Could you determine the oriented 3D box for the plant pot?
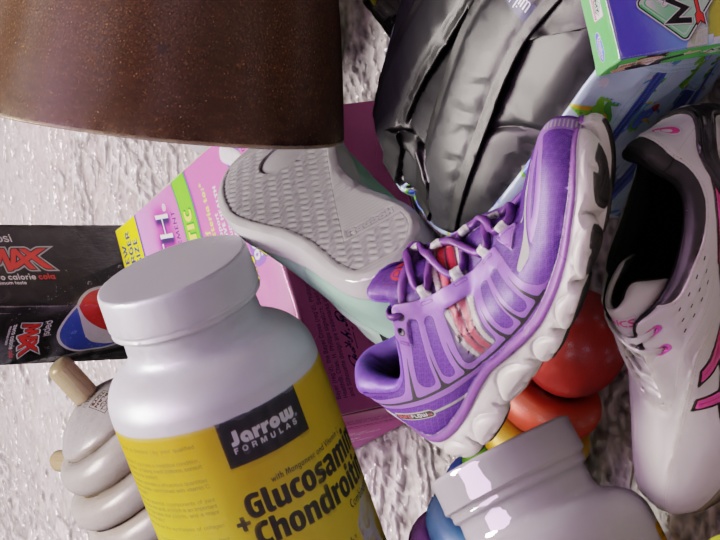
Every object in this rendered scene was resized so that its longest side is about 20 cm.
[{"bbox_3d":[-0.090,-0.171,1.044,0.187,0.186,0.201,19,106,56],"label":"plant pot"}]

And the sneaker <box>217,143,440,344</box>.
[{"bbox_3d":[0.000,0.000,1.103,0.118,0.074,0.200,54,174,-33],"label":"sneaker"}]

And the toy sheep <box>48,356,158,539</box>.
[{"bbox_3d":[-0.132,0.132,1.390,0.200,0.138,0.138,43,155,-18],"label":"toy sheep"}]

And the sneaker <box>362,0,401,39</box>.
[{"bbox_3d":[0.025,-0.178,1.128,0.078,0.085,0.200,51,-176,-37],"label":"sneaker"}]

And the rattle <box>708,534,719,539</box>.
[{"bbox_3d":[0.232,0.141,0.854,0.200,0.130,0.143,-26,85,31],"label":"rattle"}]

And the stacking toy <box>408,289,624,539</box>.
[{"bbox_3d":[0.081,0.095,1.088,0.085,0.085,0.201,49,134,42],"label":"stacking toy"}]

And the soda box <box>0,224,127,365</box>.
[{"bbox_3d":[-0.182,0.015,1.382,0.063,0.199,0.071,-53,53,38],"label":"soda box"}]

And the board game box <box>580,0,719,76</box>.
[{"bbox_3d":[0.137,-0.187,0.858,0.029,0.134,0.201,149,109,-73],"label":"board game box"}]

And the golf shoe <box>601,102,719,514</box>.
[{"bbox_3d":[0.137,0.020,0.958,0.073,0.092,0.201,31,125,49],"label":"golf shoe"}]

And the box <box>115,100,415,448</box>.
[{"bbox_3d":[-0.047,0.020,1.262,0.200,0.096,0.177,-34,69,58],"label":"box"}]

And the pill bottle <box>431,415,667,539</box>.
[{"bbox_3d":[0.110,0.173,1.000,0.201,0.104,0.104,64,147,9],"label":"pill bottle"}]

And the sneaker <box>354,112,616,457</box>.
[{"bbox_3d":[0.050,0.007,0.943,0.081,0.083,0.200,-72,8,-48],"label":"sneaker"}]

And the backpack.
[{"bbox_3d":[0.085,-0.101,0.984,0.200,0.153,0.163,-54,53,25],"label":"backpack"}]

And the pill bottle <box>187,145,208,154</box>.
[{"bbox_3d":[-0.089,-0.162,1.225,0.111,0.111,0.200,51,163,41],"label":"pill bottle"}]

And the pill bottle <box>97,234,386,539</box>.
[{"bbox_3d":[-0.063,0.089,1.104,0.112,0.112,0.201,11,125,58],"label":"pill bottle"}]
